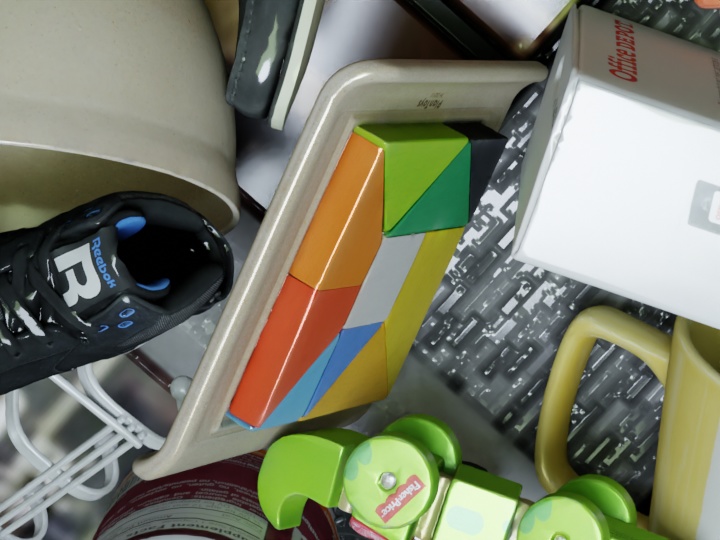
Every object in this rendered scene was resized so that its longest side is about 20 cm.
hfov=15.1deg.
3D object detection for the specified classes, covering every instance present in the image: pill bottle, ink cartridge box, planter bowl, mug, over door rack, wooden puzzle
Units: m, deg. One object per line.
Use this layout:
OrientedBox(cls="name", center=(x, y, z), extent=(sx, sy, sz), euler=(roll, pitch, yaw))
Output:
OrientedBox(cls="pill bottle", center=(-0.070, 0.153, 1.169), extent=(0.113, 0.200, 0.115), euler=(1, 105, 4))
OrientedBox(cls="ink cartridge box", center=(0.168, -0.029, 1.133), extent=(0.199, 0.146, 0.085), euler=(19, 108, -1))
OrientedBox(cls="planter bowl", center=(-0.145, -0.094, 1.130), extent=(0.198, 0.200, 0.136), euler=(2, 79, 4))
OrientedBox(cls="mug", center=(0.181, 0.098, 1.189), extent=(0.148, 0.187, 0.154), euler=(-1, 118, -29))
OrientedBox(cls="over door rack", center=(-0.186, 0.037, 1.176), extent=(0.199, 0.067, 0.148), euler=(30, 141, -22))
OrientedBox(cls="wooden puzzle", center=(0.000, 0.000, 1.136), extent=(0.037, 0.185, 0.201), euler=(35, 107, 19))

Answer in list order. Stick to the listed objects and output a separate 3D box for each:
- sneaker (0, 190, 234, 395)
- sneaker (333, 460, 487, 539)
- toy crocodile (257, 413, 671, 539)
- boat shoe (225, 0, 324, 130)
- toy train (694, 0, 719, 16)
OrientedBox(cls="sneaker", center=(-0.141, 0.010, 1.054), extent=(0.199, 0.112, 0.074), euler=(-19, 86, -35))
OrientedBox(cls="sneaker", center=(0.041, 0.176, 1.223), extent=(0.066, 0.090, 0.202), euler=(3, 99, 48))
OrientedBox(cls="toy crocodile", center=(0.053, 0.107, 1.134), extent=(0.199, 0.067, 0.062), euler=(18, 100, 10))
OrientedBox(cls="boat shoe", center=(-0.036, -0.156, 1.122), extent=(0.063, 0.074, 0.203), euler=(9, 75, -6))
OrientedBox(cls="toy train", center=(0.095, -0.158, 1.129), extent=(0.198, 0.056, 0.151), euler=(3, 128, 7))
